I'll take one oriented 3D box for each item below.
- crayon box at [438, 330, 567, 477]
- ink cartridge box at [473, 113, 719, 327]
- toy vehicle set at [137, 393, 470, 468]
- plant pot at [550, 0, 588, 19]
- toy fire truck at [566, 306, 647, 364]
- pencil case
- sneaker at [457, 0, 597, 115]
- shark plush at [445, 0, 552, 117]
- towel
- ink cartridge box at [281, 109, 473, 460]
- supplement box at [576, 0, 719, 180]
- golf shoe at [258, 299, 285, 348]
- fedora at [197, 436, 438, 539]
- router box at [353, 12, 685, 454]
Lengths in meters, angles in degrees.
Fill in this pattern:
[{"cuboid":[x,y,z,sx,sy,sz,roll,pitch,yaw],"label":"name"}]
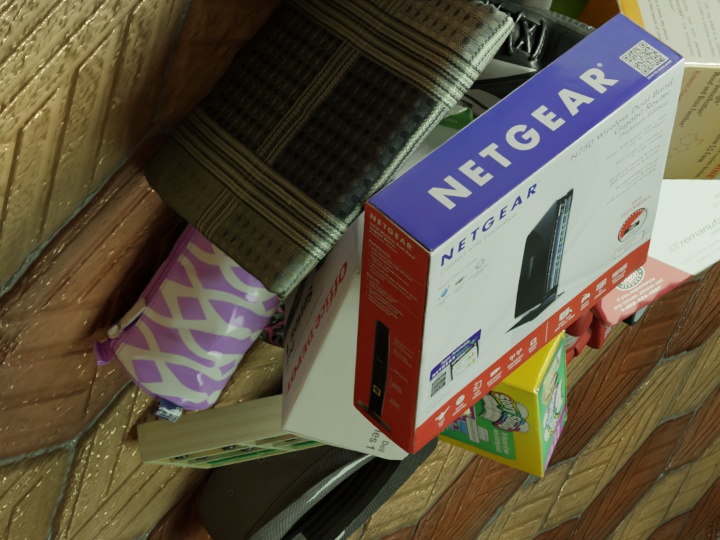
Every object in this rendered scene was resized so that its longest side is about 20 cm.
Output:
[{"cuboid":[0.060,0.069,1.927,0.200,0.172,0.058,77,33,-69],"label":"crayon box"},{"cuboid":[0.180,-0.082,1.860,0.147,0.083,0.200,-32,125,1],"label":"ink cartridge box"},{"cuboid":[-0.037,0.101,1.801,0.200,0.027,0.124,-13,171,17],"label":"toy vehicle set"},{"cuboid":[0.227,-0.250,1.733,0.200,0.187,0.187,-53,167,-35],"label":"plant pot"},{"cuboid":[0.146,0.036,2.215,0.200,0.129,0.176,-56,165,-19],"label":"toy fire truck"},{"cuboid":[-0.080,-0.011,1.591,0.200,0.085,0.084,-57,-156,18],"label":"pencil case"},{"cuboid":[0.060,-0.135,1.518,0.067,0.200,0.091,-66,154,-21],"label":"sneaker"},{"cuboid":[0.076,-0.182,1.614,0.091,0.083,0.200,-26,136,-76],"label":"shark plush"},{"cuboid":[-0.019,-0.088,1.436,0.035,0.200,0.193,39,91,-32],"label":"towel"},{"cuboid":[0.011,-0.006,1.638,0.200,0.084,0.146,-90,-161,-49],"label":"ink cartridge box"},{"cuboid":[0.224,-0.115,1.613,0.200,0.074,0.126,-1,149,-21],"label":"supplement box"},{"cuboid":[0.000,0.000,1.808,0.200,0.092,0.073,-13,129,-27],"label":"golf shoe"},{"cuboid":[-0.047,0.155,1.983,0.200,0.090,0.177,-47,162,19],"label":"fedora"},{"cuboid":[0.083,-0.019,1.448,0.200,0.049,0.180,-38,152,-27],"label":"router box"}]
